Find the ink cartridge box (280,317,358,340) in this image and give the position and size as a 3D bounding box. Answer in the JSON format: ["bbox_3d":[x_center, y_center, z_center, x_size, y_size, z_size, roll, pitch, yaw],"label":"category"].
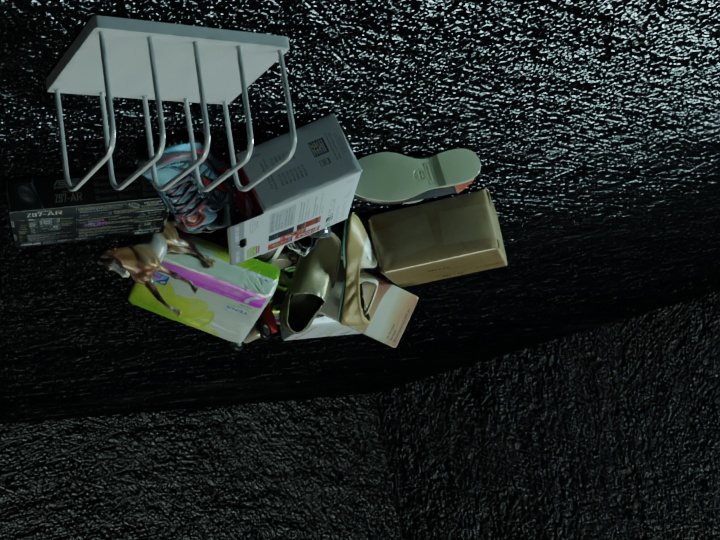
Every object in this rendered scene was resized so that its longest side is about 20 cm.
[{"bbox_3d":[-0.058,0.088,2.311,0.199,0.085,0.144,-5,166,-29],"label":"ink cartridge box"}]

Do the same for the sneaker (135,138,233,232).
[{"bbox_3d":[-0.202,-0.098,1.325,0.079,0.096,0.200,-14,167,18],"label":"sneaker"}]

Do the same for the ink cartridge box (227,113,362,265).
[{"bbox_3d":[-0.101,-0.095,1.362,0.175,0.084,0.200,-24,170,-12],"label":"ink cartridge box"}]

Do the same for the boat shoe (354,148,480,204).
[{"bbox_3d":[0.067,-0.127,1.498,0.199,0.071,0.063,-11,171,-19],"label":"boat shoe"}]

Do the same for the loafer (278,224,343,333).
[{"bbox_3d":[-0.075,0.019,1.764,0.076,0.201,0.067,13,-163,-16],"label":"loafer"}]

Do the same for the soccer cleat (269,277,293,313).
[{"bbox_3d":[-0.120,0.041,1.954,0.199,0.065,0.084,-9,175,-8],"label":"soccer cleat"}]

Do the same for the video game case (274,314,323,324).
[{"bbox_3d":[-0.177,0.064,2.048,0.180,0.036,0.200,-8,-168,-13],"label":"video game case"}]

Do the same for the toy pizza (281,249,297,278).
[{"bbox_3d":[-0.121,-0.001,1.981,0.199,0.032,0.200,-10,168,-2],"label":"toy pizza"}]

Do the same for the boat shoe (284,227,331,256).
[{"bbox_3d":[-0.101,-0.053,1.687,0.072,0.063,0.200,-6,168,-30],"label":"boat shoe"}]

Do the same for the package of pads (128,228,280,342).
[{"bbox_3d":[-0.242,0.025,1.662,0.199,0.068,0.155,22,140,-13],"label":"package of pads"}]

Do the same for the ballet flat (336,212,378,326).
[{"bbox_3d":[0.000,0.000,1.770,0.063,0.201,0.069,8,-151,6],"label":"ballet flat"}]

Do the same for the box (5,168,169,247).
[{"bbox_3d":[-0.349,-0.080,1.406,0.199,0.044,0.160,-7,167,-15],"label":"box"}]

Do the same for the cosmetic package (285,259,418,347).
[{"bbox_3d":[-0.015,0.044,1.873,0.199,0.104,0.087,24,179,-15],"label":"cosmetic package"}]

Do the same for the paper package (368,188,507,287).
[{"bbox_3d":[0.133,-0.049,1.813,0.199,0.104,0.191,-13,169,9],"label":"paper package"}]

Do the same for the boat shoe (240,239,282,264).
[{"bbox_3d":[-0.140,-0.058,1.626,0.059,0.072,0.200,6,157,-34],"label":"boat shoe"}]

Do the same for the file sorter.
[{"bbox_3d":[-0.178,-0.149,1.051,0.199,0.125,0.139,-2,166,-35],"label":"file sorter"}]

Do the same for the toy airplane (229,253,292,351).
[{"bbox_3d":[-0.223,0.022,1.817,0.199,0.141,0.200,11,136,-5],"label":"toy airplane"}]

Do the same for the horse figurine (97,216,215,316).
[{"bbox_3d":[-0.275,-0.022,1.530,0.050,0.132,0.200,-51,-172,38],"label":"horse figurine"}]
